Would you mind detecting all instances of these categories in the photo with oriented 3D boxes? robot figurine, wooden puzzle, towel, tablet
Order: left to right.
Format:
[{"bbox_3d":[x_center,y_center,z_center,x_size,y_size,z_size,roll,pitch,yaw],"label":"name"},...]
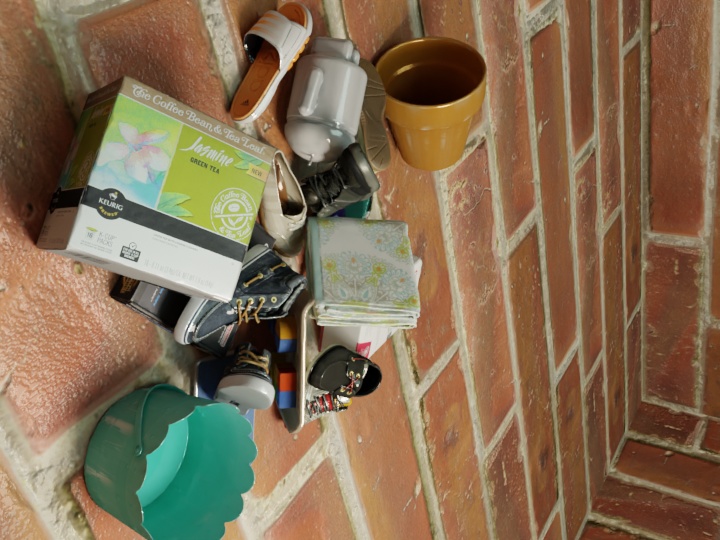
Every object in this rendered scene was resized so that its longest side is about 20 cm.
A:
[{"bbox_3d":[-0.209,0.223,1.127,0.130,0.014,0.202,-9,104,-54],"label":"tablet"},{"bbox_3d":[-0.116,0.123,1.130,0.046,0.185,0.202,4,99,-15],"label":"wooden puzzle"},{"bbox_3d":[-0.054,-0.254,1.141,0.169,0.112,0.202,18,82,-71],"label":"robot figurine"},{"bbox_3d":[0.000,0.000,1.150,0.048,0.169,0.202,111,-22,-51],"label":"towel"}]

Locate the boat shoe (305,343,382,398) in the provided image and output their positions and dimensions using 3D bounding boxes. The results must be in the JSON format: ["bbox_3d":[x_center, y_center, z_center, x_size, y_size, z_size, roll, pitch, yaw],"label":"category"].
[{"bbox_3d":[-0.023,0.163,1.168,0.074,0.063,0.201,-60,155,4],"label":"boat shoe"}]

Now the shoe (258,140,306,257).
[{"bbox_3d":[-0.121,-0.103,1.135,0.070,0.053,0.201,-47,134,-39],"label":"shoe"}]

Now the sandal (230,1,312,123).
[{"bbox_3d":[-0.135,-0.307,1.041,0.059,0.079,0.208,44,64,-53],"label":"sandal"}]

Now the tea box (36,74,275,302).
[{"bbox_3d":[-0.235,-0.087,0.859,0.199,0.133,0.199,21,79,-35],"label":"tea box"}]

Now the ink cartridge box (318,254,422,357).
[{"bbox_3d":[0.019,0.063,1.324,0.200,0.083,0.146,-40,149,-44],"label":"ink cartridge box"}]

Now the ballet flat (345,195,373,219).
[{"bbox_3d":[-0.001,-0.139,1.290,0.064,0.075,0.202,29,77,-70],"label":"ballet flat"}]

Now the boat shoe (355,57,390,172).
[{"bbox_3d":[0.002,-0.257,1.236,0.073,0.062,0.202,6,74,-38],"label":"boat shoe"}]

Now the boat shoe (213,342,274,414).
[{"bbox_3d":[-0.156,0.140,1.022,0.070,0.200,0.092,25,68,-14],"label":"boat shoe"}]

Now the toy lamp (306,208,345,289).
[{"bbox_3d":[-0.066,-0.035,1.230,0.058,0.058,0.202,19,81,-55],"label":"toy lamp"}]

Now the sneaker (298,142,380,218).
[{"bbox_3d":[-0.034,-0.131,1.122,0.113,0.199,0.077,-27,89,-6],"label":"sneaker"}]

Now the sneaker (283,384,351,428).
[{"bbox_3d":[-0.062,0.213,1.277,0.199,0.082,0.079,-30,122,-48],"label":"sneaker"}]

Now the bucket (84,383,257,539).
[{"bbox_3d":[-0.249,0.254,0.969,0.206,0.134,0.209,-21,116,-52],"label":"bucket"}]

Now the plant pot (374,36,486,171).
[{"bbox_3d":[0.128,-0.291,1.350,0.201,0.199,0.184,-55,155,-31],"label":"plant pot"}]

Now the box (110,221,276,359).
[{"bbox_3d":[-0.221,-0.006,1.022,0.199,0.049,0.201,45,63,-50],"label":"box"}]

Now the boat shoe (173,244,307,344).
[{"bbox_3d":[-0.156,0.044,0.990,0.200,0.090,0.071,-47,163,-41],"label":"boat shoe"}]
